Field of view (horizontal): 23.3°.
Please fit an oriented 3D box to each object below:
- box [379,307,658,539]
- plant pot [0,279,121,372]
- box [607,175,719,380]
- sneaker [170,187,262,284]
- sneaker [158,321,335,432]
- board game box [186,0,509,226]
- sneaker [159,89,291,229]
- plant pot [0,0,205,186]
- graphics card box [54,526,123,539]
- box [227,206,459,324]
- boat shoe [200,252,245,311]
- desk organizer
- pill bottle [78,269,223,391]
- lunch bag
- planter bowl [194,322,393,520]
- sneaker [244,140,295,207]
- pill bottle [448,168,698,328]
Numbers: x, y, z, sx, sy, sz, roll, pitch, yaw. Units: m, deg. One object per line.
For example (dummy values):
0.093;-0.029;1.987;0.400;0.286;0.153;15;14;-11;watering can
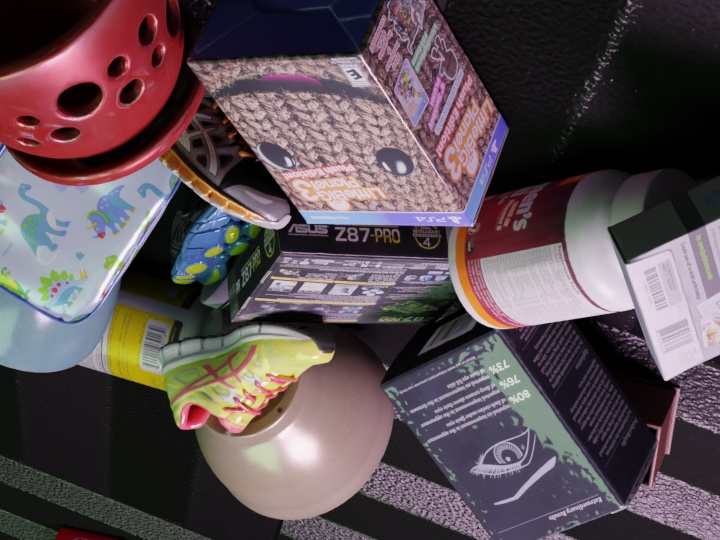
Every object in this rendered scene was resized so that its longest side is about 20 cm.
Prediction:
0.141;0.127;1.536;0.147;0.104;0.201;-27;104;38;box
-0.304;-0.025;1.647;0.199;0.201;0.135;30;126;-15;plant pot
0.288;-0.015;1.249;0.198;0.041;0.156;-25;140;5;box
-0.136;-0.047;1.566;0.070;0.084;0.200;-4;165;-20;sneaker
-0.099;0.099;1.577;0.199;0.091;0.078;-16;162;39;sneaker
-0.006;-0.131;1.314;0.158;0.098;0.200;2;146;34;board game box
-0.127;-0.109;1.385;0.200;0.077;0.078;42;180;8;sneaker
-0.222;-0.174;1.290;0.198;0.202;0.183;10;155;22;plant pot
-0.380;0.469;2.693;0.124;0.051;0.201;6;147;27;graphics card box
0.000;0.000;1.510;0.198;0.050;0.161;1;156;-19;box
-0.089;0.003;1.637;0.068;0.074;0.199;24;151;-15;boat shoe
0.191;0.133;1.632;0.198;0.077;0.072;13;117;17;desk organizer
-0.249;0.053;1.800;0.198;0.110;0.110;16;152;13;pill bottle
-0.256;-0.070;1.514;0.160;0.201;0.083;31;-166;-16;lunch bag
-0.082;0.124;1.685;0.198;0.202;0.135;7;160;27;planter bowl
-0.117;-0.108;1.448;0.198;0.085;0.075;23;153;-1;sneaker
0.172;-0.018;1.370;0.199;0.110;0.109;-12;137;47;pill bottle
